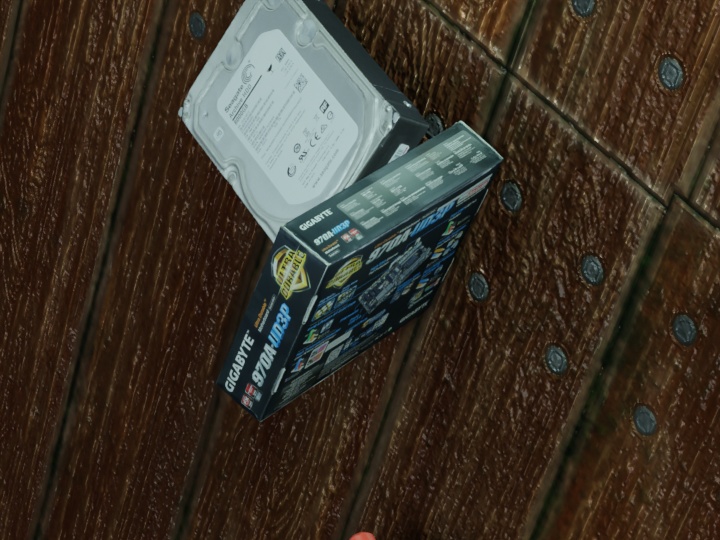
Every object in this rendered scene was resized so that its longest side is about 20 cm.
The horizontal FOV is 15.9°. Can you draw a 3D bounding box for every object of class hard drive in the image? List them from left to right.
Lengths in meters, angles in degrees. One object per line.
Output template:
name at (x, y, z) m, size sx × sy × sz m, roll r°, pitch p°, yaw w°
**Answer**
hard drive at (-0.045, -0.108, 1.837) m, size 0.140 × 0.038 × 0.200 m, roll -55°, pitch 46°, yaw 20°

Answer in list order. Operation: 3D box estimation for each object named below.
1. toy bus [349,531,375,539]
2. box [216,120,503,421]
toy bus at (0.036, 0.298, 1.925) m, size 0.192 × 0.135 × 0.200 m, roll 57°, pitch 144°, yaw 36°
box at (0.000, 0.000, 1.767) m, size 0.046 × 0.200 × 0.159 m, roll 41°, pitch 135°, yaw 17°
